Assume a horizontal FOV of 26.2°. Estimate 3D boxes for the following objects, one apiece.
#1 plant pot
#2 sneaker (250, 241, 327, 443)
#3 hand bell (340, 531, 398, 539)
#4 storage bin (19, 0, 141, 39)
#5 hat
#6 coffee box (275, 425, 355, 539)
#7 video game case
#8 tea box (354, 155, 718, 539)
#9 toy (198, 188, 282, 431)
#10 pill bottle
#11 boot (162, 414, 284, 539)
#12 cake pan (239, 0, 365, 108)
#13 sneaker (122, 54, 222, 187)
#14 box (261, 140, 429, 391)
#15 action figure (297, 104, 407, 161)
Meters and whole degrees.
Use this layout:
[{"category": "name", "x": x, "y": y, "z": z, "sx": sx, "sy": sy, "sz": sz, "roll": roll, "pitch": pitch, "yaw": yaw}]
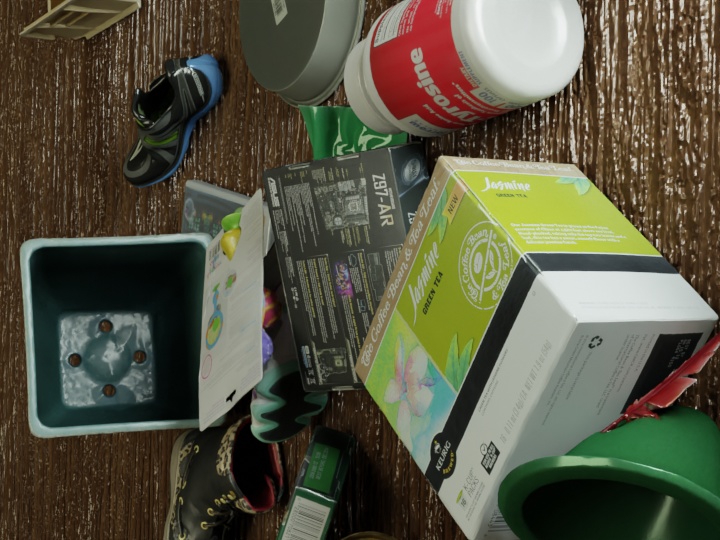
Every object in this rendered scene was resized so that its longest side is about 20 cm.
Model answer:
[{"category": "plant pot", "x": -0.258, "y": 0.081, "z": 1.623, "sx": 0.200, "sy": 0.194, "sz": 0.198, "roll": 143, "pitch": 123, "yaw": -71}, {"category": "sneaker", "x": -0.076, "y": 0.053, "z": 1.488, "sx": 0.140, "sy": 0.077, "sz": 0.201, "roll": 40, "pitch": 112, "yaw": 53}, {"category": "hand bell", "x": -0.020, "y": 0.306, "z": 1.396, "sx": 0.200, "sy": 0.103, "sz": 0.105, "roll": 133, "pitch": 130, "yaw": -63}, {"category": "storage bin", "x": -0.353, "y": -0.404, "z": 1.913, "sx": 0.198, "sy": 0.093, "sz": 0.201, "roll": -11, "pitch": 80, "yaw": 56}, {"category": "hat", "x": 0.208, "y": 0.103, "z": 1.054, "sx": 0.199, "sy": 0.166, "sz": 0.177, "roll": -8, "pitch": 47, "yaw": 37}, {"category": "coffee box", "x": -0.059, "y": 0.257, "z": 1.415, "sx": 0.123, "sy": 0.044, "sz": 0.201, "roll": -70, "pitch": -2, "yaw": -66}, {"category": "video game case", "x": -0.143, "y": 0.009, "z": 1.634, "sx": 0.200, "sy": 0.023, "sz": 0.183, "roll": 20, "pitch": 105, "yaw": 56}, {"category": "tea box", "x": 0.118, "y": 0.054, "z": 1.120, "sx": 0.197, "sy": 0.133, "sz": 0.201, "roll": 54, "pitch": 132, "yaw": 45}, {"category": "toy", "x": -0.104, "y": 0.039, "z": 1.424, "sx": 0.115, "sy": 0.047, "sz": 0.201, "roll": -42, "pitch": 44, "yaw": 45}, {"category": "pill bottle", "x": 0.073, "y": -0.169, "z": 1.219, "sx": 0.200, "sy": 0.112, "sz": 0.113, "roll": -14, "pitch": 77, "yaw": 57}, {"category": "boot", "x": -0.138, "y": 0.247, "z": 1.573, "sx": 0.150, "sy": 0.073, "sz": 0.201, "roll": -28, "pitch": 58, "yaw": 54}, {"category": "cake pan", "x": -0.063, "y": -0.259, "z": 1.504, "sx": 0.200, "sy": 0.037, "sz": 0.202, "roll": -2, "pitch": 87, "yaw": 58}, {"category": "sneaker", "x": -0.222, "y": -0.169, "z": 1.709, "sx": 0.200, "sy": 0.082, "sz": 0.071, "roll": -51, "pitch": 48, "yaw": 44}, {"category": "box", "x": 0.000, "y": 0.000, "z": 1.320, "sx": 0.160, "sy": 0.043, "sz": 0.201, "roll": -8, "pitch": 96, "yaw": 44}, {"category": "action figure", "x": -0.001, "y": -0.046, "z": 1.373, "sx": 0.118, "sy": 0.055, "sz": 0.201, "roll": 8, "pitch": 102, "yaw": 39}]
